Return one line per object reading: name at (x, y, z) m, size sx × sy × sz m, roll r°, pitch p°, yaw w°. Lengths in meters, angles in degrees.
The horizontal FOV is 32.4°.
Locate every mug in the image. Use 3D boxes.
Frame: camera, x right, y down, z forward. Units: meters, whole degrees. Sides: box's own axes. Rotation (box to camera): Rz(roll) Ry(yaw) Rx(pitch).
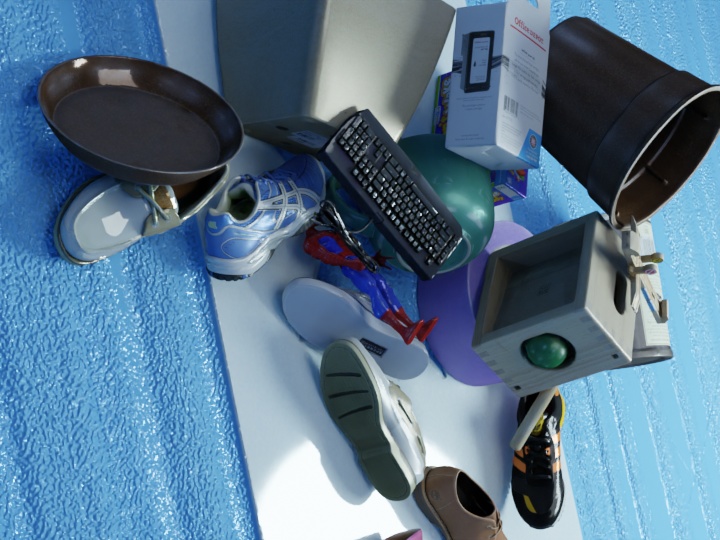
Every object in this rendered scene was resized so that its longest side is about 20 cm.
mug at (0.066, -0.063, 1.448) m, size 0.152 × 0.184 × 0.115 m, roll 54°, pitch 25°, yaw -49°

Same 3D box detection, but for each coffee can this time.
coffee can at (0.347, 0.033, 1.725) m, size 0.146 × 0.146 × 0.202 m, roll 5°, pitch 74°, yaw -46°

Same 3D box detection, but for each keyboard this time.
keyboard at (0.023, -0.063, 1.317) m, size 0.127 × 0.021 × 0.200 m, roll -49°, pitch 118°, yaw -14°

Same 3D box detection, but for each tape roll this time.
tape roll at (0.168, 0.042, 1.575) m, size 0.199 × 0.085 × 0.202 m, roll 17°, pitch 66°, yaw -44°

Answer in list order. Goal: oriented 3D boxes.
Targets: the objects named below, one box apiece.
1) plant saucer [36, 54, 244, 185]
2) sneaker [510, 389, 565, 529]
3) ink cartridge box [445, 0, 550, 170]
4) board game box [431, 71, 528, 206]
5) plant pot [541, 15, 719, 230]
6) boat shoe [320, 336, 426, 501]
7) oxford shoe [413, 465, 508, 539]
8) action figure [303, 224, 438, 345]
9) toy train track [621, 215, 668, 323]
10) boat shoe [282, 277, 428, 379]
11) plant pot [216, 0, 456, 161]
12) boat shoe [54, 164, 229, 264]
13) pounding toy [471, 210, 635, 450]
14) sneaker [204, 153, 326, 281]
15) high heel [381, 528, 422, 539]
plant saucer at (-0.211, -0.140, 1.187) m, size 0.199 × 0.035 × 0.201 m, roll 14°, pitch 36°, yaw -10°
sneaker at (0.221, 0.223, 1.568) m, size 0.090 × 0.069 × 0.201 m, roll 62°, pitch 30°, yaw -53°
ink cartridge box at (0.157, -0.224, 1.390) m, size 0.116 × 0.067 × 0.202 m, roll 17°, pitch 76°, yaw -56°
board game box at (0.153, -0.174, 1.586) m, size 0.045 × 0.134 × 0.201 m, roll 28°, pitch 59°, yaw -39°
plant pot at (0.295, -0.187, 1.464) m, size 0.200 × 0.201 × 0.198 m, roll -14°, pitch 49°, yaw -48°
boat shoe at (0.016, 0.157, 1.392) m, size 0.068 × 0.074 × 0.201 m, roll -43°, pitch 118°, yaw -51°
oxford shoe at (0.143, 0.309, 1.479) m, size 0.200 × 0.071 × 0.072 m, roll 50°, pitch 45°, yaw -27°
action figure at (0.000, 0.000, 1.371) m, size 0.200 × 0.052 × 0.065 m, roll 40°, pitch 23°, yaw 19°
toy train track at (0.343, 0.010, 1.451) m, size 0.200 × 0.032 × 0.116 m, roll 50°, pitch 41°, yaw -54°
boat shoe at (-0.009, 0.058, 1.401) m, size 0.200 × 0.074 × 0.066 m, roll 35°, pitch 24°, yaw -29°
plant pot at (-0.042, -0.226, 1.363) m, size 0.199 × 0.199 × 0.179 m, roll 19°, pitch 77°, yaw -43°
boat shoe at (-0.209, -0.070, 1.199) m, size 0.200 × 0.068 × 0.075 m, roll -41°, pitch 114°, yaw -44°
pounding toy at (0.228, 0.073, 1.452) m, size 0.142 × 0.183 × 0.201 m, roll 45°, pitch 41°, yaw -28°
sneaker at (-0.098, -0.072, 1.314) m, size 0.200 × 0.075 × 0.077 m, roll -53°, pitch 144°, yaw -44°
high heel at (0.004, 0.298, 1.326) m, size 0.200 × 0.067 × 0.097 m, roll 35°, pitch 64°, yaw -41°
